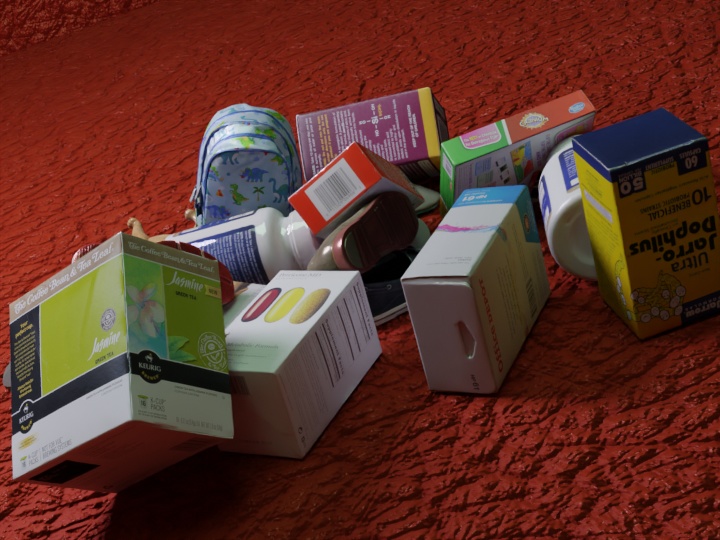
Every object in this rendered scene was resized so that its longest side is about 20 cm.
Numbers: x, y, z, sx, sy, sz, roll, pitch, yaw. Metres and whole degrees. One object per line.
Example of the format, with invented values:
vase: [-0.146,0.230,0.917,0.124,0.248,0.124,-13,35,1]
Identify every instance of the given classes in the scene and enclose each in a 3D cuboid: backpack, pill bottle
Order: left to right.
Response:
pill bottle: [-0.145,-0.016,1.599,0.198,0.112,0.111,-15,26,12]
backpack: [-0.147,-0.120,1.664,0.161,0.202,0.154,7,19,1]
pill bottle: [0.274,-0.084,1.490,0.119,0.121,0.200,-12,27,9]

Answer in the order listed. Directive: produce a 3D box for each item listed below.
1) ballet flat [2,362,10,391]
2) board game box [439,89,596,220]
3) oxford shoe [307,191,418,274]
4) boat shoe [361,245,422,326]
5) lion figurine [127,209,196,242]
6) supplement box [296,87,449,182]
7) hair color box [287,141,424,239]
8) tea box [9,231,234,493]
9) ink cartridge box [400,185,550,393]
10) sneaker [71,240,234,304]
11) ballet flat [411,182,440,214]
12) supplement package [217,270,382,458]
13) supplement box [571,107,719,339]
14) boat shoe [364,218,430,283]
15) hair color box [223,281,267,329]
ballet flat: [-0.396,0.096,1.626,0.067,0.047,0.201,-7,32,26]
board game box: [0.199,-0.136,1.601,0.198,0.154,0.041,-22,58,-12]
oxford shoe: [0.003,-0.042,1.481,0.074,0.071,0.200,-21,5,34]
boat shoe: [0.066,0.000,1.515,0.199,0.063,0.074,-28,27,-24]
lion figurine: [-0.265,-0.027,1.750,0.198,0.073,0.123,-15,33,-5]
supplement box: [0.023,-0.181,1.784,0.198,0.104,0.131,-10,-7,11]
hair color box: [-0.001,-0.089,1.564,0.111,0.064,0.200,-40,-16,10]
tea box: [-0.245,0.098,1.257,0.199,0.133,0.199,-27,61,36]
ink cartridge box: [0.128,0.018,1.346,0.084,0.146,0.200,-2,30,27]
sneaker: [-0.251,0.023,1.418,0.115,0.199,0.079,-40,49,45]
ballet flat: [0.010,-0.101,1.737,0.198,0.064,0.068,-10,27,12]
supplement package: [-0.076,0.096,1.355,0.113,0.110,0.200,0,31,30]
supplement box: [0.306,-0.050,1.312,0.108,0.201,0.110,-19,26,-4]
boat shoe: [0.000,-0.001,1.563,0.200,0.070,0.071,-33,10,-27]
hair color box: [-0.185,0.090,1.428,0.109,0.065,0.200,6,34,38]
